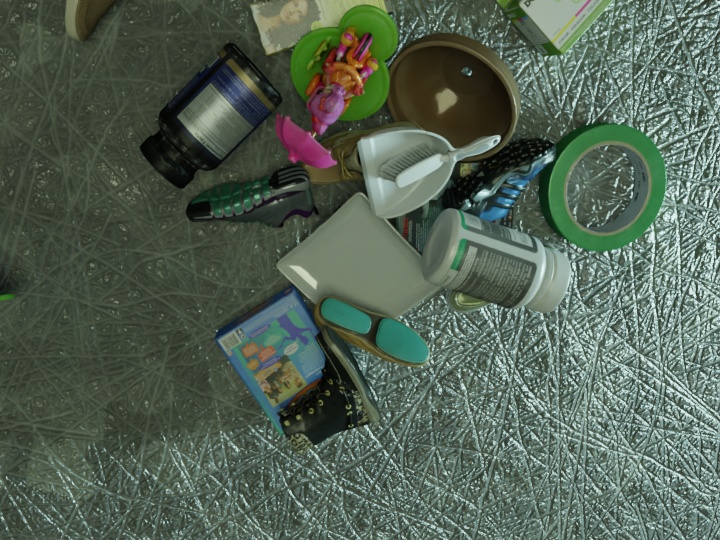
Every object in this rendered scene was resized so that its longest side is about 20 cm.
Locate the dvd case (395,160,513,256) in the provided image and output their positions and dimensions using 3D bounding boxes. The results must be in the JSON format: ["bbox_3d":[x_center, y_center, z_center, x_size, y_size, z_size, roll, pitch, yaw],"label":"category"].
[{"bbox_3d":[0.152,-0.100,1.078,0.197,0.022,0.148,-5,105,-16],"label":"dvd case"}]

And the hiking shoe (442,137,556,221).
[{"bbox_3d":[0.218,-0.130,1.051,0.199,0.075,0.087,-32,129,-4],"label":"hiking shoe"}]

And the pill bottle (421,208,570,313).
[{"bbox_3d":[0.199,-0.009,1.000,0.198,0.113,0.114,18,102,-14],"label":"pill bottle"}]

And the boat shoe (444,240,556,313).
[{"bbox_3d":[0.228,0.009,1.101,0.198,0.062,0.073,-29,98,7],"label":"boat shoe"}]

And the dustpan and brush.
[{"bbox_3d":[0.104,-0.157,0.959,0.198,0.057,0.141,-28,133,-14],"label":"dustpan and brush"}]

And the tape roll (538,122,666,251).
[{"bbox_3d":[0.390,-0.135,1.098,0.197,0.048,0.203,-2,104,-6],"label":"tape roll"}]

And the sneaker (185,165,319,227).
[{"bbox_3d":[-0.164,-0.089,1.038,0.197,0.075,0.088,-13,128,7],"label":"sneaker"}]

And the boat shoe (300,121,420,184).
[{"bbox_3d":[-0.004,-0.173,1.017,0.198,0.067,0.075,-17,110,15],"label":"boat shoe"}]

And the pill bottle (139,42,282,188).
[{"bbox_3d":[-0.217,-0.217,0.976,0.200,0.112,0.112,-43,105,6],"label":"pill bottle"}]

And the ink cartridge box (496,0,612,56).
[{"bbox_3d":[0.268,-0.440,0.993,0.200,0.076,0.148,41,96,-15],"label":"ink cartridge box"}]

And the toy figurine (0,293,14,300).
[{"bbox_3d":[-0.620,-0.035,0.989,0.197,0.150,0.187,-8,92,21],"label":"toy figurine"}]

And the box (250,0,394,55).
[{"bbox_3d":[-0.055,-0.377,0.986,0.198,0.050,0.076,-20,106,-2],"label":"box"}]

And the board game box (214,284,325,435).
[{"bbox_3d":[-0.121,0.148,1.113,0.151,0.045,0.201,-30,105,1],"label":"board game box"}]

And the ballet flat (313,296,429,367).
[{"bbox_3d":[0.016,0.100,1.083,0.198,0.063,0.069,28,61,-4],"label":"ballet flat"}]

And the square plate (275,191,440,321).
[{"bbox_3d":[0.000,0.000,1.069,0.197,0.029,0.200,-37,107,27],"label":"square plate"}]

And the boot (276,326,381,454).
[{"bbox_3d":[-0.066,0.195,1.057,0.152,0.074,0.205,-26,125,0],"label":"boot"}]

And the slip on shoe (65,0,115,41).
[{"bbox_3d":[-0.343,-0.407,0.936,0.060,0.076,0.202,25,93,-5],"label":"slip on shoe"}]

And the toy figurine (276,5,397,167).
[{"bbox_3d":[-0.038,-0.226,0.907,0.149,0.186,0.200,31,139,-16],"label":"toy figurine"}]

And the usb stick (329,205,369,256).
[{"bbox_3d":[0.034,-0.032,1.091,0.199,0.033,0.056,34,91,-14],"label":"usb stick"}]

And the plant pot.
[{"bbox_3d":[0.143,-0.268,0.991,0.200,0.200,0.093,38,56,-13],"label":"plant pot"}]
